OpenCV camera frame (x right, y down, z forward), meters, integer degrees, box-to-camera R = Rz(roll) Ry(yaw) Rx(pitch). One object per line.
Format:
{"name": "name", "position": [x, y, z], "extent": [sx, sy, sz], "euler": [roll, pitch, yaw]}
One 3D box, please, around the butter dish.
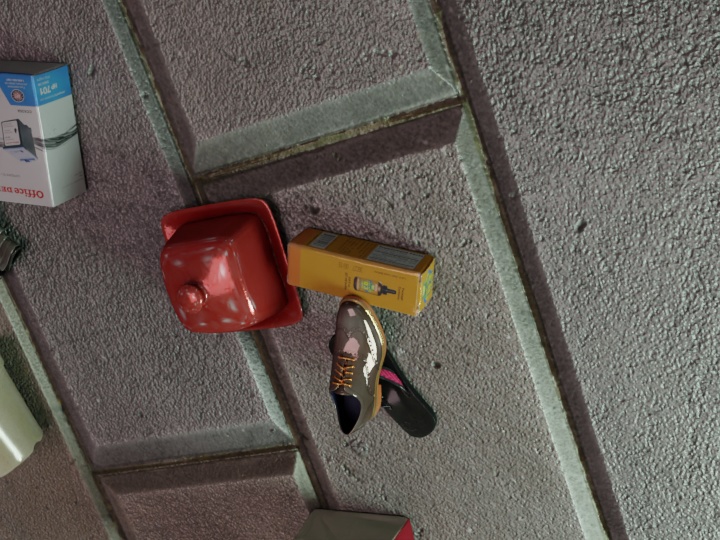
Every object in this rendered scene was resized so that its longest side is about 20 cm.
{"name": "butter dish", "position": [-0.210, 0.016, 1.488], "extent": [0.198, 0.148, 0.202], "euler": [-8, 108, 27]}

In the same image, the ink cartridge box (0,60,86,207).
{"name": "ink cartridge box", "position": [-0.506, -0.207, 1.566], "extent": [0.145, 0.086, 0.202], "euler": [7, 113, 22]}

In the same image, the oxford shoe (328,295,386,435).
{"name": "oxford shoe", "position": [-0.008, 0.133, 1.432], "extent": [0.071, 0.073, 0.202], "euler": [6, 116, 24]}

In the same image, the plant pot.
{"name": "plant pot", "position": [-0.654, 0.253, 1.791], "extent": [0.199, 0.201, 0.184], "euler": [-19, 115, 30]}

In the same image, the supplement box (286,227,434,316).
{"name": "supplement box", "position": [0.000, 0.000, 1.432], "extent": [0.199, 0.069, 0.067], "euler": [15, 119, 21]}

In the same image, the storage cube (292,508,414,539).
{"name": "storage cube", "position": [-0.015, 0.491, 1.592], "extent": [0.198, 0.171, 0.181], "euler": [-2, 110, 26]}

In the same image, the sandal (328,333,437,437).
{"name": "sandal", "position": [0.031, 0.165, 1.501], "extent": [0.200, 0.045, 0.075], "euler": [47, 123, 0]}

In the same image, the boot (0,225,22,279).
{"name": "boot", "position": [-0.593, -0.074, 1.684], "extent": [0.130, 0.068, 0.200], "euler": [41, 131, 0]}
